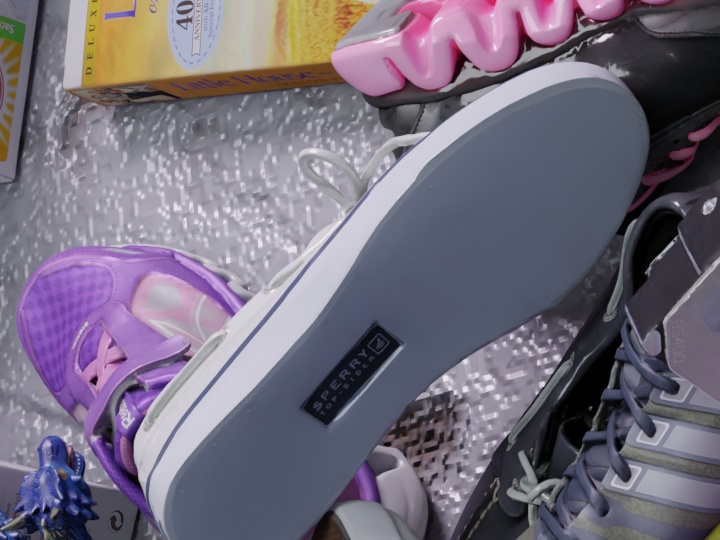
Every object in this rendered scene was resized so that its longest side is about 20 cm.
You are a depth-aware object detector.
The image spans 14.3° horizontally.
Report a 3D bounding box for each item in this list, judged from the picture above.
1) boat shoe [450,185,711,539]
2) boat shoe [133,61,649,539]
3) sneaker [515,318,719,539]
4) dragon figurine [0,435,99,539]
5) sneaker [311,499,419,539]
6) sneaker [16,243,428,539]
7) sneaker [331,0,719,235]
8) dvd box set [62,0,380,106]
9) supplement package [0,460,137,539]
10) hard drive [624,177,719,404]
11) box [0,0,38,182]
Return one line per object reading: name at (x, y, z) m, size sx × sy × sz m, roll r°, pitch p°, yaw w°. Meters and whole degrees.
boat shoe at (0.068, 0.058, 0.917) m, size 0.073 × 0.063 × 0.200 m, roll 40°, pitch 105°, yaw 34°
boat shoe at (0.003, 0.003, 0.919) m, size 0.202 × 0.075 × 0.086 m, roll -48°, pitch 32°, yaw 4°
sneaker at (0.091, 0.049, 0.848) m, size 0.200 × 0.081 × 0.074 m, roll -37°, pitch 21°, yaw -6°
dragon figurine at (-0.082, 0.158, 0.983) m, size 0.059 × 0.099 × 0.200 m, roll -25°, pitch 70°, yaw 31°
sneaker at (0.046, 0.160, 0.894) m, size 0.200 × 0.085 × 0.073 m, roll 67°, pitch 150°, yaw 21°
sneaker at (-0.066, 0.048, 1.009) m, size 0.200 × 0.088 × 0.081 m, roll 39°, pitch 105°, yaw 38°
sneaker at (0.093, -0.061, 0.935) m, size 0.200 × 0.079 × 0.095 m, roll -11°, pitch 107°, yaw 25°
dvd box set at (-0.022, -0.140, 1.060) m, size 0.200 × 0.029 × 0.146 m, roll -2°, pitch 77°, yaw 37°
supplement package at (-0.213, 0.127, 1.030) m, size 0.151 × 0.200 × 0.152 m, roll 8°, pitch 83°, yaw 39°
hard drive at (0.186, -0.022, 0.774) m, size 0.200 × 0.140 × 0.038 m, roll -49°, pitch 22°, yaw 17°
box at (-0.197, -0.140, 1.142) m, size 0.101 × 0.112 × 0.200 m, roll 1°, pitch 79°, yaw 37°
